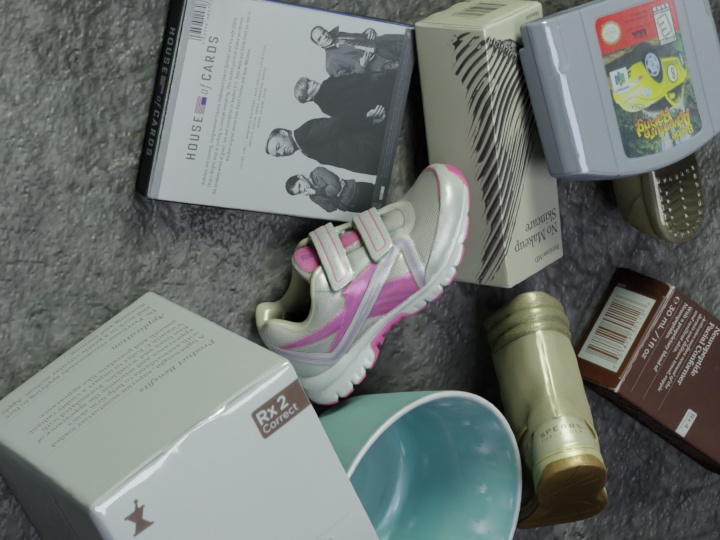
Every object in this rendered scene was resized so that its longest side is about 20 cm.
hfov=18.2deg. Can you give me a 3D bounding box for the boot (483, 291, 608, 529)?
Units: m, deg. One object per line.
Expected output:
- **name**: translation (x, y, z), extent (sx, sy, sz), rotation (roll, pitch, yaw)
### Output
- **boot**: translation (0.140, 0.112, 1.749), extent (0.072, 0.200, 0.156), rotation (-13, 70, -2)

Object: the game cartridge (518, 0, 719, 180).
- **game cartridge**: translation (0.204, -0.141, 1.672), extent (0.199, 0.041, 0.134), rotation (-22, 105, -41)

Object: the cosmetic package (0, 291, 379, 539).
- **cosmetic package**: translation (-0.125, 0.143, 1.516), extent (0.165, 0.200, 0.166), rotation (-36, 120, -19)

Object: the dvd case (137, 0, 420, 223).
- **dvd case**: translation (-0.056, -0.115, 1.597), extent (0.199, 0.025, 0.151), rotation (6, 100, -34)

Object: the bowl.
- **bowl**: translation (0.014, 0.172, 1.662), extent (0.200, 0.105, 0.202), rotation (-17, 116, -40)

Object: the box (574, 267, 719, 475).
- **box**: translation (0.270, 0.091, 1.839), extent (0.200, 0.075, 0.101), rotation (33, 84, -37)

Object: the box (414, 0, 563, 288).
- **box**: translation (0.096, -0.095, 1.664), extent (0.082, 0.068, 0.201), rotation (-30, 119, -45)

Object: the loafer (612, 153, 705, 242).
- **loafer**: translation (0.215, -0.119, 1.748), extent (0.075, 0.068, 0.202), rotation (-9, 92, -42)

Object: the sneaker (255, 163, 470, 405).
- **sneaker**: translation (0.000, 0.000, 1.616), extent (0.088, 0.081, 0.200), rotation (34, 98, -29)
